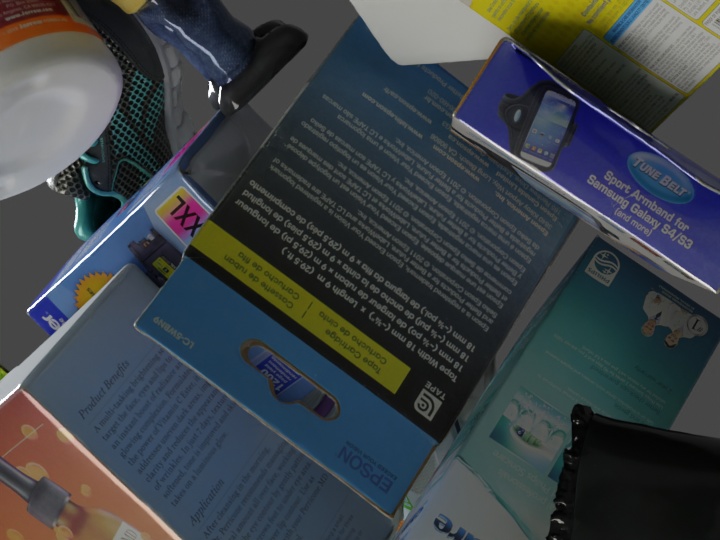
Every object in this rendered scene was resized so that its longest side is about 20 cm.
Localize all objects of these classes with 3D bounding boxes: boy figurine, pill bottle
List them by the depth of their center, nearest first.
[{"bbox_3d":[-0.118,-0.163,0.829,0.200,0.064,0.124,46,178,-14],"label":"boy figurine"},{"bbox_3d":[-0.215,-0.142,0.862,0.200,0.114,0.114,54,160,18],"label":"pill bottle"}]

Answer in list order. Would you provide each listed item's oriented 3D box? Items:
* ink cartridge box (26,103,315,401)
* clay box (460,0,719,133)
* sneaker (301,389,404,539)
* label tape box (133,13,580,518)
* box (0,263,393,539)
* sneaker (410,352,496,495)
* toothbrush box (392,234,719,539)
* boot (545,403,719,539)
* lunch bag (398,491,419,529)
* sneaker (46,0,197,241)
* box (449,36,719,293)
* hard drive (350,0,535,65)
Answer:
[{"bbox_3d":[-0.086,0.020,0.934,0.136,0.076,0.200,44,135,-8],"label":"ink cartridge box"},{"bbox_3d":[0.055,-0.142,0.615,0.199,0.048,0.115,36,156,-2],"label":"clay box"},{"bbox_3d":[-0.016,0.108,1.032,0.074,0.202,0.099,-3,170,32],"label":"sneaker"},{"bbox_3d":[0.000,0.000,0.805,0.144,0.200,0.063,37,155,-4],"label":"label tape box"},{"bbox_3d":[-0.112,0.126,0.904,0.200,0.106,0.152,45,134,-8],"label":"box"},{"bbox_3d":[0.037,0.032,0.974,0.073,0.071,0.201,22,135,37],"label":"sneaker"},{"bbox_3d":[0.087,0.105,0.880,0.085,0.201,0.147,33,155,3],"label":"toothbrush box"},{"bbox_3d":[0.166,0.083,0.736,0.161,0.200,0.073,3,180,22],"label":"boot"},{"bbox_3d":[-0.009,0.110,1.152,0.160,0.076,0.200,36,155,5],"label":"lunch bag"},{"bbox_3d":[-0.145,-0.084,0.963,0.077,0.091,0.201,21,150,27],"label":"sneaker"},{"bbox_3d":[0.094,-0.042,0.700,0.119,0.042,0.200,34,-174,1],"label":"box"},{"bbox_3d":[0.056,-0.142,0.697,0.199,0.026,0.132,4,140,48],"label":"hard drive"}]
